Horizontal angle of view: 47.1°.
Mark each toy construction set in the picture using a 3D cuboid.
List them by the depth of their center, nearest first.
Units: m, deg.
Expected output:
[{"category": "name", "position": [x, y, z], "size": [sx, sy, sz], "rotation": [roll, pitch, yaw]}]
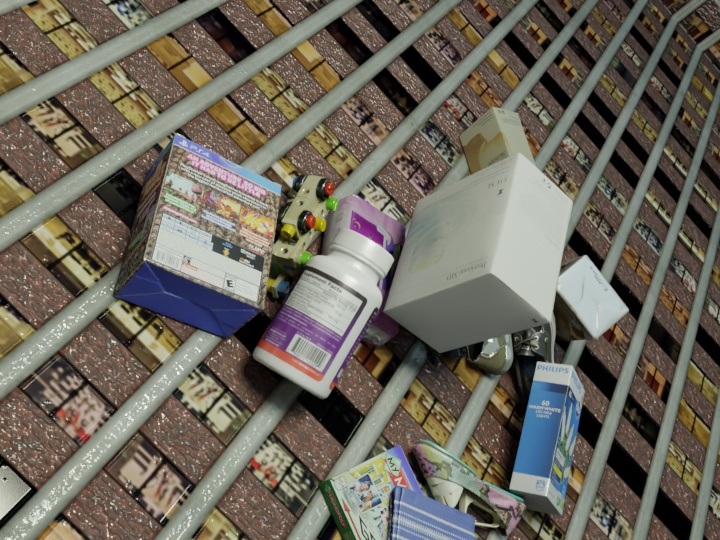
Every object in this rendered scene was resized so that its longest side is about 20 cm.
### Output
[{"category": "toy construction set", "position": [-0.077, -0.056, 1.148], "size": [0.092, 0.131, 0.200], "rotation": [0, 51, 11]}]

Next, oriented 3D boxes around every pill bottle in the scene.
[{"category": "pill bottle", "position": [-0.041, 0.051, 1.050], "size": [0.111, 0.111, 0.200], "rotation": [34, 80, -19]}]

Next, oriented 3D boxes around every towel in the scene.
[{"category": "towel", "position": [0.086, 0.384, 1.036], "size": [0.145, 0.024, 0.201], "rotation": [29, 50, -26]}]

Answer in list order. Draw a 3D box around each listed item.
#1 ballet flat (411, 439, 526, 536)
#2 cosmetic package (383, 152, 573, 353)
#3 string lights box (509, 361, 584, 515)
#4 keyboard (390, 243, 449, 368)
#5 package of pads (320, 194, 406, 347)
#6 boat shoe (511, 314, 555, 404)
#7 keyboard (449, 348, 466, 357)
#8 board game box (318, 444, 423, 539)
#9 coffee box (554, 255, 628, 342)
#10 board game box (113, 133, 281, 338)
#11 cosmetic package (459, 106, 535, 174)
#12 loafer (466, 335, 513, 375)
[{"category": "ballet flat", "position": [0.146, 0.311, 1.147], "size": [0.200, 0.069, 0.071], "rotation": [35, 65, -19]}, {"category": "cosmetic package", "position": [0.157, -0.019, 1.107], "size": [0.123, 0.199, 0.200], "rotation": [35, 54, -26]}, {"category": "string lights box", "position": [0.281, 0.250, 1.234], "size": [0.103, 0.059, 0.201], "rotation": [51, 50, -51]}, {"category": "keyboard", "position": [0.090, 0.064, 1.220], "size": [0.200, 0.021, 0.127], "rotation": [54, 28, -41]}, {"category": "package of pads", "position": [0.000, 0.000, 1.206], "size": [0.120, 0.076, 0.201], "rotation": [30, 48, -29]}, {"category": "boat shoe", "position": [0.270, 0.125, 1.318], "size": [0.066, 0.070, 0.201], "rotation": [-37, 125, -55]}, {"category": "keyboard", "position": [0.124, 0.034, 1.252], "size": [0.127, 0.021, 0.201], "rotation": [12, 62, -69]}, {"category": "board game box", "position": [0.042, 0.340, 1.058], "size": [0.134, 0.029, 0.200], "rotation": [-15, 74, -44]}, {"category": "coffee box", "position": [0.336, 0.052, 1.365], "size": [0.080, 0.200, 0.114], "rotation": [-38, 91, -13]}, {"category": "board game box", "position": [-0.201, -0.042, 1.045], "size": [0.159, 0.097, 0.201], "rotation": [25, 50, -26]}, {"category": "cosmetic package", "position": [0.264, -0.190, 1.536], "size": [0.071, 0.105, 0.201], "rotation": [5, 59, -36]}, {"category": "loafer", "position": [0.196, 0.068, 1.330], "size": [0.069, 0.075, 0.201], "rotation": [10, 59, -32]}]
